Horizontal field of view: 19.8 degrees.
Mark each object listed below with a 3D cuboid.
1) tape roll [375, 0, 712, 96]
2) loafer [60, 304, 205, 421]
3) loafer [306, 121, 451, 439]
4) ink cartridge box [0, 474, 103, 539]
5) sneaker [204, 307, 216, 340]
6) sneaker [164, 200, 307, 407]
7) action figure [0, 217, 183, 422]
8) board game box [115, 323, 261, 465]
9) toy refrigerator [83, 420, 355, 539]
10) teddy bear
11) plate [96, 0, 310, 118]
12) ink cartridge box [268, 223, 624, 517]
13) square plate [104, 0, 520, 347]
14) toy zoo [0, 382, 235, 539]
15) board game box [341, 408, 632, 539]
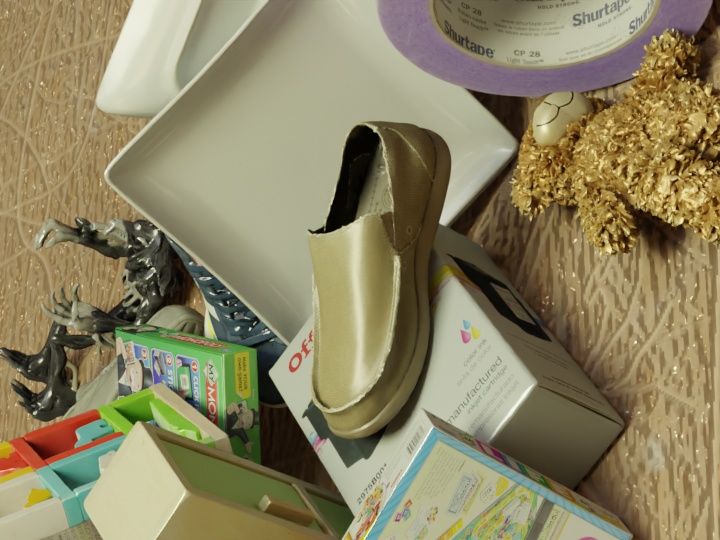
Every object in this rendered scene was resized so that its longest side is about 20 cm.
[{"bbox_3d":[0.108,-0.193,1.227,0.200,0.200,0.085,-25,52,39],"label":"tape roll"},{"bbox_3d":[-0.181,0.100,1.508,0.200,0.070,0.070,-53,48,16],"label":"loafer"},{"bbox_3d":[0.000,0.000,1.217,0.076,0.067,0.201,-14,58,44],"label":"loafer"},{"bbox_3d":[-0.210,0.167,1.303,0.115,0.200,0.068,4,115,52],"label":"ink cartridge box"},{"bbox_3d":[-0.032,-0.011,1.391,0.105,0.076,0.201,16,81,51],"label":"sneaker"},{"bbox_3d":[-0.088,-0.005,1.340,0.075,0.084,0.201,-23,83,18],"label":"sneaker"},{"bbox_3d":[-0.200,0.018,1.552,0.200,0.102,0.119,-51,28,19],"label":"action figure"},{"bbox_3d":[-0.113,0.143,1.367,0.134,0.029,0.201,10,104,51],"label":"board game box"},{"bbox_3d":[-0.057,0.158,1.221,0.070,0.200,0.076,-55,40,11],"label":"toy refrigerator"},{"bbox_3d":[0.165,-0.072,1.200,0.145,0.067,0.200,-58,39,4],"label":"teddy bear"},{"bbox_3d":[-0.047,-0.169,1.288,0.032,0.199,0.201,45,119,41],"label":"plate"},{"bbox_3d":[0.045,0.077,1.244,0.146,0.083,0.200,-53,39,14],"label":"ink cartridge box"},{"bbox_3d":[-0.029,-0.071,1.294,0.198,0.200,0.028,-47,26,0],"label":"square plate"},{"bbox_3d":[-0.190,0.127,1.256,0.131,0.199,0.021,27,134,64],"label":"toy zoo"},{"bbox_3d":[0.041,0.195,1.140,0.201,0.134,0.034,-59,15,7],"label":"board game box"}]
